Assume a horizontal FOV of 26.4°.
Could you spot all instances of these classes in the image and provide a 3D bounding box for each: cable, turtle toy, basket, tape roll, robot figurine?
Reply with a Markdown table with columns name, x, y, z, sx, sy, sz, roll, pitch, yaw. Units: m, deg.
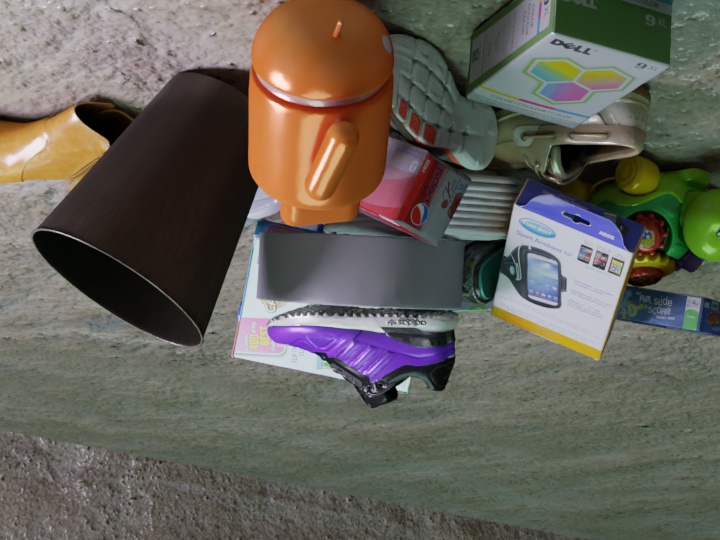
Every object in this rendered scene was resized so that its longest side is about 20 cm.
| name | x | y | z | sx | sy | sz | roll | pitch | yaw |
| --- | --- | --- | --- | --- | --- | --- | --- | --- | --- |
| cable | 0.057 | -0.064 | 1.490 | 0.198 | 0.070 | 0.200 | 3 | -179 | -9 |
| turtle toy | 0.293 | -0.043 | 1.500 | 0.145 | 0.102 | 0.199 | 19 | 153 | -38 |
| basket | -0.169 | -0.065 | 1.367 | 0.180 | 0.201 | 0.136 | 38 | 155 | -24 |
| tape roll | 0.000 | 0.000 | 1.469 | 0.198 | 0.067 | 0.200 | 3 | 179 | 0 |
| robot figurine | -0.031 | -0.129 | 1.204 | 0.116 | 0.144 | 0.201 | 20 | 132 | 18 |

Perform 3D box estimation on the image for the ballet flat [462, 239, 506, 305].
| name | x | y | z | sx | sy | sz | roll | pitch | yaw |
| --- | --- | --- | --- | --- | --- | --- | --- | --- | --- |
| ballet flat | 0.147 | -0.018 | 1.597 | 0.072 | 0.073 | 0.200 | -9 | -168 | 40 |

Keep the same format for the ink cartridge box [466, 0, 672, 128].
| name | x | y | z | sx | sy | sz | roll | pitch | yaw |
| --- | --- | --- | --- | --- | --- | --- | --- | --- | --- |
| ink cartridge box | 0.171 | -0.178 | 1.174 | 0.103 | 0.060 | 0.200 | 12 | 162 | -20 |

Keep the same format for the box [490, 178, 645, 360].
| name | x | y | z | sx | sy | sz | roll | pitch | yaw |
| --- | --- | --- | --- | --- | --- | --- | --- | --- | --- |
| box | 0.194 | -0.005 | 1.439 | 0.118 | 0.042 | 0.201 | 23 | 144 | 12 |

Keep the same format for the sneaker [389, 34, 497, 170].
| name | x | y | z | sx | sy | sz | roll | pitch | yaw |
| --- | --- | --- | --- | --- | --- | --- | --- | --- | --- |
| sneaker | 0.043 | -0.139 | 1.327 | 0.081 | 0.078 | 0.200 | 8 | 163 | 35 |

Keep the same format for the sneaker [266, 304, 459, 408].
| name | x | y | z | sx | sy | sz | roll | pitch | yaw |
| --- | --- | --- | --- | --- | --- | --- | --- | --- | --- |
| sneaker | -0.001 | 0.087 | 1.520 | 0.198 | 0.101 | 0.069 | 2 | -172 | 19 |

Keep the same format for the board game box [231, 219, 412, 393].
| name | x | y | z | sx | sy | sz | roll | pitch | yaw |
| --- | --- | --- | --- | --- | --- | --- | --- | --- | --- |
| board game box | -0.028 | 0.039 | 1.639 | 0.198 | 0.154 | 0.040 | 12 | -153 | -3 |

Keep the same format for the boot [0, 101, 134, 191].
| name | x | y | z | sx | sy | sz | roll | pitch | yaw |
| --- | --- | --- | --- | --- | --- | --- | --- | --- | --- |
| boot | -0.310 | -0.131 | 1.489 | 0.199 | 0.072 | 0.144 | 12 | 155 | -29 |

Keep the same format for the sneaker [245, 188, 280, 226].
| name | x | y | z | sx | sy | sz | roll | pitch | yaw |
| --- | --- | --- | --- | --- | --- | --- | --- | --- | --- |
| sneaker | -0.111 | -0.084 | 1.577 | 0.070 | 0.074 | 0.199 | 7 | 175 | -36 |

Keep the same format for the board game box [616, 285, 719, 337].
| name | x | y | z | sx | sy | sz | roll | pitch | yaw |
| --- | --- | --- | --- | --- | --- | --- | --- | --- | --- |
| board game box | 0.273 | 0.035 | 1.558 | 0.198 | 0.035 | 0.135 | 9 | 179 | 30 |

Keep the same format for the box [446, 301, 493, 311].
| name | x | y | z | sx | sy | sz | roll | pitch | yaw |
| --- | --- | --- | --- | --- | --- | --- | --- | --- | --- |
| box | 0.180 | 0.023 | 1.750 | 0.198 | 0.042 | 0.156 | -1 | -179 | 3 |

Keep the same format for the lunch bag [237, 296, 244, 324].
| name | x | y | z | sx | sy | sz | roll | pitch | yaw |
| --- | --- | --- | --- | --- | --- | --- | --- | --- | --- |
| lunch bag | -0.055 | 0.044 | 1.775 | 0.149 | 0.095 | 0.200 | 4 | -167 | 5 |

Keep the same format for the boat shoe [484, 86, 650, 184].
| name | x | y | z | sx | sy | sz | roll | pitch | yaw |
| --- | --- | --- | --- | --- | --- | --- | --- | --- | --- |
| boat shoe | 0.174 | -0.113 | 1.374 | 0.072 | 0.066 | 0.199 | 20 | 158 | -39 |

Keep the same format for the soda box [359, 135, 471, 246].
| name | x | y | z | sx | sy | sz | roll | pitch | yaw |
| --- | --- | --- | --- | --- | --- | --- | --- | --- | --- |
| soda box | 0.004 | -0.089 | 1.363 | 0.063 | 0.071 | 0.199 | 28 | 179 | -42 |

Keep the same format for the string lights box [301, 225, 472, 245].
| name | x | y | z | sx | sy | sz | roll | pitch | yaw |
| --- | --- | --- | --- | --- | --- | --- | --- | --- | --- |
| string lights box | 0.039 | -0.034 | 1.686 | 0.198 | 0.060 | 0.103 | -2 | 161 | 22 |
